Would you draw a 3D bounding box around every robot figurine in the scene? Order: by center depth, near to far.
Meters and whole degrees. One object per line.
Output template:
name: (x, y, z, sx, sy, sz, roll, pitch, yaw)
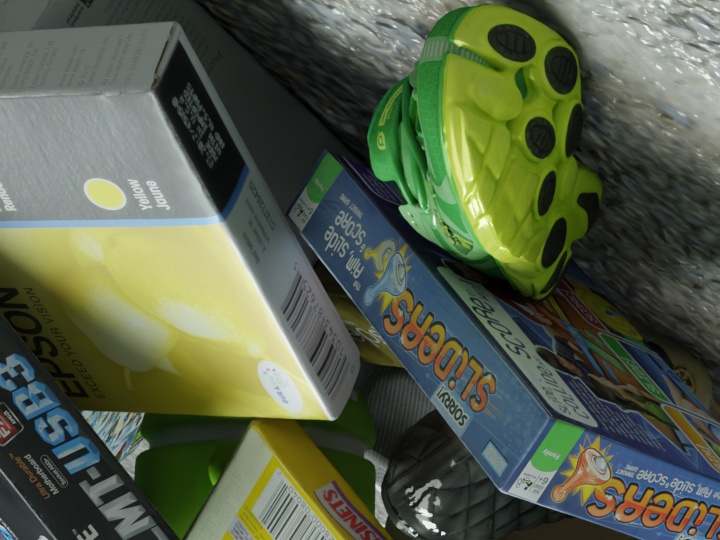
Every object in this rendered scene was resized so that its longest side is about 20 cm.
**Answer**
robot figurine: (-0.051, 0.126, 1.381, 0.115, 0.201, 0.176, 2, 166, -1)

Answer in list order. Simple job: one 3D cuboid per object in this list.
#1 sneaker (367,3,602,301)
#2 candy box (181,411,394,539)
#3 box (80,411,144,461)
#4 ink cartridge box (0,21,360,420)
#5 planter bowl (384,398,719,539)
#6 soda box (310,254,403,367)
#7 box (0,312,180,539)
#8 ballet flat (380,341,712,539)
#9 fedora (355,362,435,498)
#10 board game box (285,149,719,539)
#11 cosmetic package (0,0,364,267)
sneaker: (0.037, -0.042, 1.065, 0.083, 0.074, 0.200, 23, 166, 15)
candy box: (0.005, 0.161, 1.236, 0.200, 0.026, 0.102, 50, 142, 17)
box: (-0.132, 0.050, 1.471, 0.040, 0.137, 0.200, 29, -161, 8)
ink cartridge box: (-0.125, -0.016, 1.195, 0.199, 0.047, 0.198, -2, 139, 27)
planter bowl: (0.085, 0.147, 1.305, 0.200, 0.201, 0.135, 35, 136, -18)
soda box: (0.000, 0.000, 1.334, 0.068, 0.064, 0.200, 35, 166, -22)
box: (-0.159, 0.076, 1.275, 0.200, 0.050, 0.198, 52, 165, -12)
ballet flat: (0.089, 0.070, 1.219, 0.057, 0.200, 0.067, -37, 77, 42)
fedora: (0.052, 0.082, 1.470, 0.200, 0.091, 0.177, 34, 167, -14)
board game box: (0.067, 0.033, 1.137, 0.135, 0.035, 0.200, 22, -161, -35)
cosmetic package: (-0.098, -0.075, 1.253, 0.101, 0.071, 0.200, 17, 162, 45)
